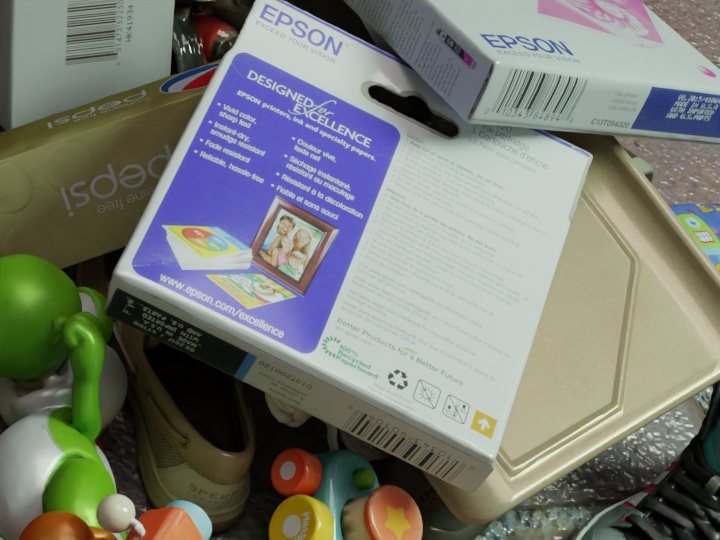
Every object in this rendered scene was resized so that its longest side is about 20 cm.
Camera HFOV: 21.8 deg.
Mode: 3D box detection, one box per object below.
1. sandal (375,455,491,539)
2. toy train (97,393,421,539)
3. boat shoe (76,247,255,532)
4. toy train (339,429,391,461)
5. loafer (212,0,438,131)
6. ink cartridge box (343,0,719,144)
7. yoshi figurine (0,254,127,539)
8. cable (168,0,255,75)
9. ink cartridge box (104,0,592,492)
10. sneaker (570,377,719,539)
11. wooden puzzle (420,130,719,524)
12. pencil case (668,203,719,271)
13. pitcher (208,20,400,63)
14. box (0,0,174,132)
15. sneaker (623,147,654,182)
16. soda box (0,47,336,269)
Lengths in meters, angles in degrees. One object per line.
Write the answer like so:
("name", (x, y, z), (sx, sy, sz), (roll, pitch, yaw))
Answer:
("sandal", (0.072, 0.083, 1.017), (0.082, 0.055, 0.200), (39, 39, 15))
("toy train", (-0.034, 0.124, 0.855), (0.150, 0.056, 0.200), (64, 35, -20))
("boat shoe", (-0.095, 0.039, 0.976), (0.071, 0.065, 0.200), (-3, 48, -29))
("toy train", (0.000, 0.000, 1.041), (0.150, 0.056, 0.200), (34, 39, -21))
("loafer", (-0.032, -0.132, 1.085), (0.200, 0.070, 0.075), (37, 35, 13))
("ink cartridge box", (0.084, -0.142, 1.031), (0.196, 0.043, 0.200), (0, 37, -40))
("yoshi figurine", (-0.159, 0.070, 0.880), (0.112, 0.112, 0.200), (6, 42, -9))
("cable", (-0.115, -0.167, 1.091), (0.050, 0.097, 0.200), (-6, 24, -30))
("ink cartridge box", (0.000, -0.019, 0.918), (0.198, 0.043, 0.200), (26, 54, -5))
("sneaker", (0.187, 0.118, 0.988), (0.084, 0.121, 0.200), (42, 44, 19))
("wooden puzzle", (0.082, 0.015, 0.978), (0.200, 0.037, 0.185), (-28, 73, -24))
("pencil case", (0.167, 0.003, 1.104), (0.200, 0.078, 0.087), (-5, 46, -47))
("pitcher", (-0.055, -0.171, 1.194), (0.199, 0.121, 0.172), (15, 59, 5))
("box", (-0.189, -0.178, 1.068), (0.097, 0.125, 0.200), (-11, 35, -29))
("sneaker", (0.091, -0.047, 1.163), (0.106, 0.075, 0.200), (36, 32, 20))
("soda box", (-0.104, -0.061, 0.987), (0.200, 0.068, 0.064), (-19, 20, -8))
